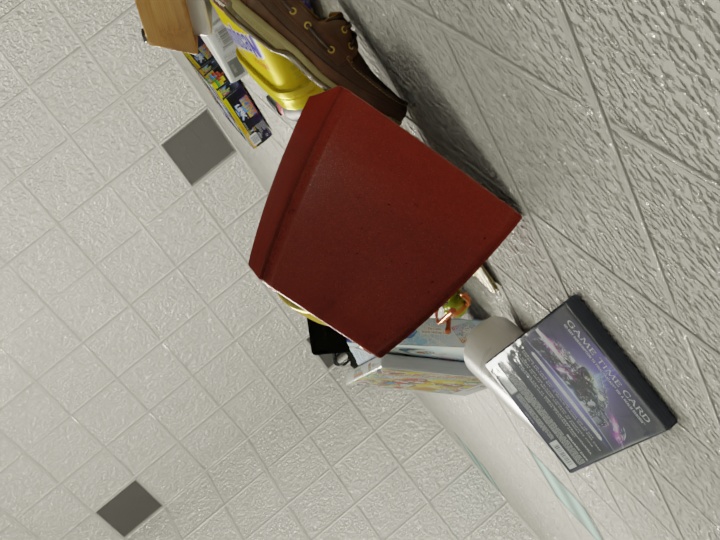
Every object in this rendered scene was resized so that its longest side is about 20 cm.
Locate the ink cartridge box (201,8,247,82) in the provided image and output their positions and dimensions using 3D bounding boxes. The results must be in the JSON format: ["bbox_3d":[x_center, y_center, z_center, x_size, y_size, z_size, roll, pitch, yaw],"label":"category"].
[{"bbox_3d":[-0.267,-0.433,1.799,0.202,0.057,0.163,60,178,23],"label":"ink cartridge box"}]

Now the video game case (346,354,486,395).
[{"bbox_3d":[0.096,0.155,1.566,0.182,0.196,0.023,141,135,-69],"label":"video game case"}]

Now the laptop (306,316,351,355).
[{"bbox_3d":[0.005,0.063,1.724,0.200,0.114,0.190,40,-145,-55],"label":"laptop"}]

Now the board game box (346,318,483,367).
[{"bbox_3d":[0.088,0.108,1.522,0.200,0.195,0.044,71,-158,-74],"label":"board game box"}]

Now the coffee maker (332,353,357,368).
[{"bbox_3d":[-0.012,0.158,2.689,0.201,0.190,0.136,59,-173,-45],"label":"coffee maker"}]

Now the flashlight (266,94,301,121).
[{"bbox_3d":[-0.045,-0.181,1.339,0.200,0.068,0.068,50,174,34],"label":"flashlight"}]

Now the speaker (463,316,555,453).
[{"bbox_3d":[0.194,0.128,1.220,0.082,0.081,0.200,55,174,-31],"label":"speaker"}]

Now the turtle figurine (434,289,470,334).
[{"bbox_3d":[0.093,-0.004,1.327,0.163,0.064,0.200,60,-176,3],"label":"turtle figurine"}]

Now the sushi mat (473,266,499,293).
[{"bbox_3d":[0.091,-0.062,1.232,0.201,0.012,0.096,55,174,-22],"label":"sushi mat"}]

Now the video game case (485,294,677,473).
[{"bbox_3d":[0.204,0.115,1.029,0.144,0.019,0.200,52,154,8],"label":"video game case"}]

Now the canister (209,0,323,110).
[{"bbox_3d":[-0.108,-0.284,1.112,0.149,0.086,0.201,47,171,44],"label":"canister"}]

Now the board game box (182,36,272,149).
[{"bbox_3d":[-0.276,-0.370,2.219,0.166,0.056,0.201,51,175,41],"label":"board game box"}]

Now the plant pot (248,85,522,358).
[{"bbox_3d":[0.000,-0.036,1.003,0.198,0.178,0.200,33,179,-13],"label":"plant pot"}]

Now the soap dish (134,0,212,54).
[{"bbox_3d":[-0.222,-0.356,1.211,0.201,0.080,0.159,-104,2,-51],"label":"soap dish"}]

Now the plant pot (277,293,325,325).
[{"bbox_3d":[0.000,0.000,1.567,0.188,0.201,0.201,35,-171,-48],"label":"plant pot"}]

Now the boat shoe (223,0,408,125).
[{"bbox_3d":[-0.031,-0.209,1.005,0.199,0.068,0.072,35,-172,-9],"label":"boat shoe"}]
